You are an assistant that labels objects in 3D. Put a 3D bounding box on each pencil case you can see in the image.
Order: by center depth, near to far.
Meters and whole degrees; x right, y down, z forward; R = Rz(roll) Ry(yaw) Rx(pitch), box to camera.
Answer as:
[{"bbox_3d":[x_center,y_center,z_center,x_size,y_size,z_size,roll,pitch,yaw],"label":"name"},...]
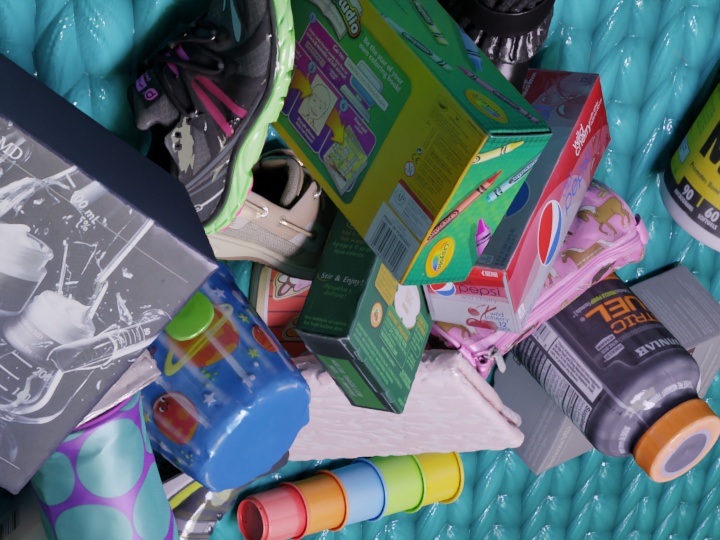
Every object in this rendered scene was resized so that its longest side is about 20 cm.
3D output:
[{"bbox_3d":[-0.160,0.155,1.588,0.093,0.085,0.201,-63,146,-52],"label":"pencil case"},{"bbox_3d":[0.126,0.009,1.873,0.200,0.087,0.083,-38,166,-23],"label":"pencil case"}]

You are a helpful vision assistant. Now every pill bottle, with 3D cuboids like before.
[{"bbox_3d":[0.327,-0.116,1.930,0.114,0.114,0.200,-8,137,-44],"label":"pill bottle"},{"bbox_3d":[0.195,0.073,1.942,0.106,0.200,0.106,-30,150,-19],"label":"pill bottle"}]

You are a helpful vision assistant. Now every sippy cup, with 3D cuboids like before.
[{"bbox_3d":[-0.106,0.072,1.644,0.140,0.130,0.178,-54,153,16],"label":"sippy cup"}]

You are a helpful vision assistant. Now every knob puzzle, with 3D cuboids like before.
[{"bbox_3d":[0.000,0.000,1.787,0.219,0.030,0.220,-29,149,-19],"label":"knob puzzle"}]

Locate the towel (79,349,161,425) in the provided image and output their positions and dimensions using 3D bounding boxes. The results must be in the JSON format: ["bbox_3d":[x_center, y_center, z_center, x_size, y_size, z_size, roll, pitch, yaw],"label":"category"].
[{"bbox_3d":[-0.236,0.058,1.486,0.200,0.133,0.034,-31,176,-17],"label":"towel"}]

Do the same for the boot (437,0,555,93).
[{"bbox_3d":[0.081,-0.139,1.523,0.079,0.212,0.158,17,157,-12],"label":"boot"}]

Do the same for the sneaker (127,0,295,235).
[{"bbox_3d":[-0.093,-0.111,1.473,0.083,0.077,0.201,6,116,-23],"label":"sneaker"}]

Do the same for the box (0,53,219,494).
[{"bbox_3d":[-0.216,-0.011,1.359,0.200,0.104,0.182,35,103,-30],"label":"box"}]

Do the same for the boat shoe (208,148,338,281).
[{"bbox_3d":[-0.053,-0.043,1.627,0.200,0.072,0.065,10,125,-48],"label":"boat shoe"}]

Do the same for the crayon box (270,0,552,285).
[{"bbox_3d":[0.015,-0.101,1.490,0.058,0.200,0.119,-6,136,-43],"label":"crayon box"}]

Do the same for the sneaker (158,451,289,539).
[{"bbox_3d":[-0.135,0.189,1.814,0.200,0.081,0.074,-32,-169,-5],"label":"sneaker"}]

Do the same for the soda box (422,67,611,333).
[{"bbox_3d":[0.108,-0.052,1.699,0.064,0.070,0.200,73,34,-43],"label":"soda box"}]

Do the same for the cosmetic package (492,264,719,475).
[{"bbox_3d":[0.211,0.083,2.095,0.200,0.090,0.107,-25,150,-32],"label":"cosmetic package"}]

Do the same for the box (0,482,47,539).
[{"bbox_3d":[-0.186,0.252,1.725,0.152,0.106,0.200,-41,106,2],"label":"box"}]

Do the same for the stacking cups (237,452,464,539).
[{"bbox_3d":[-0.006,0.183,1.997,0.200,0.061,0.061,-14,141,-40],"label":"stacking cups"}]

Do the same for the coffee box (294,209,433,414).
[{"bbox_3d":[0.023,-0.018,1.660,0.123,0.044,0.201,55,49,-57],"label":"coffee box"}]

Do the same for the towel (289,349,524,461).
[{"bbox_3d":[0.004,0.098,1.811,0.199,0.032,0.191,-5,160,19],"label":"towel"}]
